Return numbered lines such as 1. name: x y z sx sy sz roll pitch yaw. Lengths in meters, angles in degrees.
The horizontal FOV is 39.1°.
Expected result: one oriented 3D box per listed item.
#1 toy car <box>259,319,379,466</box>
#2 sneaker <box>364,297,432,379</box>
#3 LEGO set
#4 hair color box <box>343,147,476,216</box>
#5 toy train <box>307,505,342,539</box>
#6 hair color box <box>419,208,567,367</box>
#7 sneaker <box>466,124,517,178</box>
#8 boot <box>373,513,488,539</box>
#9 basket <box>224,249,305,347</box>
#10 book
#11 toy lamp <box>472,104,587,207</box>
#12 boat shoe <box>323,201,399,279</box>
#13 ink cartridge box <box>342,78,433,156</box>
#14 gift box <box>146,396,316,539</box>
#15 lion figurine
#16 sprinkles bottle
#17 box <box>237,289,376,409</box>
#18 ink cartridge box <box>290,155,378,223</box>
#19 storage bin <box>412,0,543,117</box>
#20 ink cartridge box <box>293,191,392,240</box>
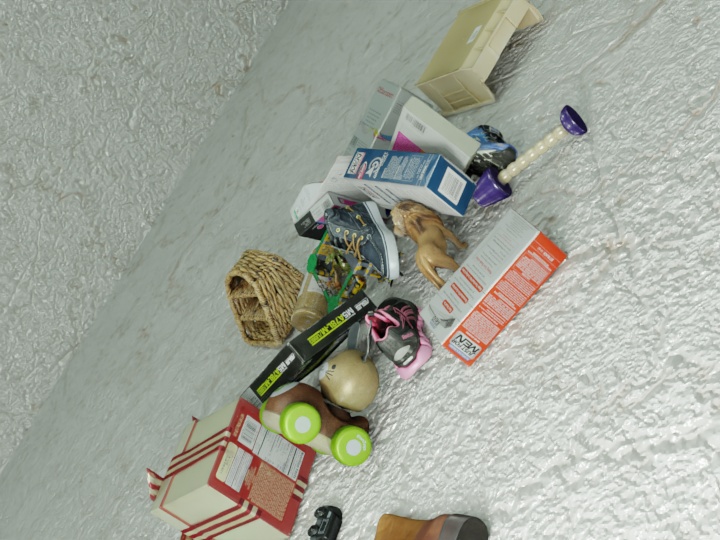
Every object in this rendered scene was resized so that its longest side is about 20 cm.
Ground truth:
1. toy car: -0.037 0.160 1.453 0.201 0.157 0.164 -66 14 -10
2. sneaker: 0.045 0.081 1.529 0.079 0.095 0.200 -50 20 11
3. LEGO set: 0.000 0.000 1.765 0.154 0.115 0.200 -66 31 17
4. hair color box: 0.076 -0.142 1.611 0.199 0.100 0.061 12 73 49
5. toy train: -0.065 0.401 1.341 0.046 0.034 0.201 -15 40 39
6. hair color box: 0.179 0.022 1.391 0.200 0.064 0.111 -48 23 7
7. sneaker: 0.202 -0.203 1.672 0.089 0.078 0.200 -57 22 -5
8. boot: 0.037 0.356 1.153 0.200 0.068 0.189 -21 38 55
9. basket: -0.205 0.054 2.009 0.149 0.143 0.200 -57 22 -15
10. book: 0.108 -0.184 1.650 0.048 0.133 0.200 -50 -7 -23
11. toy lamp: 0.252 -0.168 1.547 0.200 0.058 0.058 -41 24 29
12. boat shoe: 0.000 -0.043 1.646 0.201 0.090 0.071 -115 20 -55
13. ink cartridge box: 0.049 -0.268 2.022 0.201 0.082 0.146 -62 20 9
14. gift box: -0.206 0.310 1.550 0.186 0.200 0.185 -34 23 42
15. lion figurine: 0.108 -0.033 1.537 0.073 0.122 0.200 -47 23 14
16. sprinkles bottle: -0.075 0.026 1.890 0.068 0.068 0.201 -33 29 40
17. box: -0.087 0.134 1.623 0.193 0.048 0.200 -32 -11 -45
18. ink cartridge box: -0.019 -0.157 1.814 0.050 0.160 0.200 63 143 27
19. storage bin: 0.225 -0.413 1.931 0.201 0.094 0.198 -59 23 -16
20. ink cartridge box: -0.022 -0.087 1.852 0.095 0.199 0.037 -40 63 27
